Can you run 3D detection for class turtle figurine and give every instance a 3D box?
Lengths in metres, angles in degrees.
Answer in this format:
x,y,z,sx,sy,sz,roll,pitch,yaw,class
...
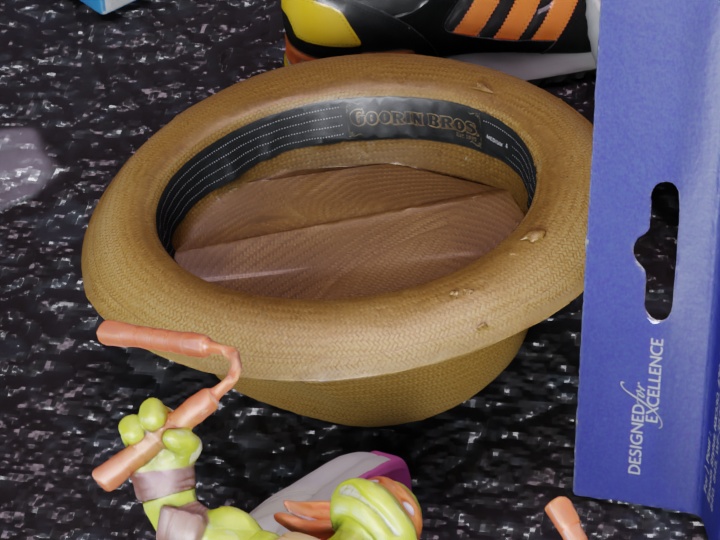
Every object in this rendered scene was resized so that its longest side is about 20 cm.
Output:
x,y,z,sx,sy,sz,roll,pitch,yaw,class
-0.035,0.105,0.771,0.199,0.065,0.161,32,56,21,turtle figurine

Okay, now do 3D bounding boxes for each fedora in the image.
x,y,z,sx,sy,sz,roll,pitch,yaw,class
0.000,0.000,0.982,0.199,0.082,0.201,-5,38,4,fedora

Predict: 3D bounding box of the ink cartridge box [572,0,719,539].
x,y,z,sx,sy,sz,roll,pitch,yaw,class
0.169,0.009,0.870,0.198,0.199,0.047,5,25,10,ink cartridge box

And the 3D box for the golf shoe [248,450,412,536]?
x,y,z,sx,sy,sz,roll,pitch,yaw,class
-0.058,0.116,0.853,0.091,0.076,0.200,18,42,29,golf shoe

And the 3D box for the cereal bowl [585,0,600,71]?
x,y,z,sx,sy,sz,roll,pitch,yaw,class
0.189,-0.088,1.083,0.198,0.084,0.201,-2,38,2,cereal bowl

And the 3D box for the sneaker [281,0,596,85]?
x,y,z,sx,sy,sz,roll,pitch,yaw,class
0.061,-0.131,1.140,0.199,0.091,0.070,-15,39,-14,sneaker

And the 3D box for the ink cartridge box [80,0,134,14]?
x,y,z,sx,sy,sz,roll,pitch,yaw,class
-0.136,-0.206,1.267,0.116,0.068,0.200,-29,45,-30,ink cartridge box
